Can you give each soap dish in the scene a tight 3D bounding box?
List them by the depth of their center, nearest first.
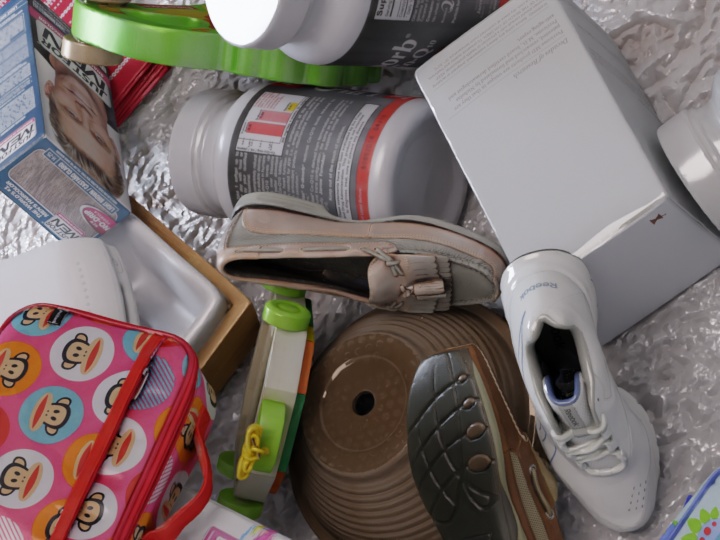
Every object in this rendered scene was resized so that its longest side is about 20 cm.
[{"bbox_3d":[-0.176,0.067,1.789,0.157,0.081,0.200,39,94,36],"label":"soap dish"}]

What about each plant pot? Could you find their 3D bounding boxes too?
[{"bbox_3d":[0.024,0.103,1.645,0.200,0.093,0.201,-12,66,29],"label":"plant pot"}]

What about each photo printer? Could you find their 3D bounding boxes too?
[{"bbox_3d":[-0.245,0.073,1.736,0.200,0.069,0.167,-18,63,25],"label":"photo printer"}]

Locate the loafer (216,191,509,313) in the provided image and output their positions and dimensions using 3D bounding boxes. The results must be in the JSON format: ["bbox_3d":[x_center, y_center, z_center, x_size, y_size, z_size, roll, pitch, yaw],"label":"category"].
[{"bbox_3d":[0.000,0.000,1.636,0.200,0.072,0.063,12,46,14],"label":"loafer"}]

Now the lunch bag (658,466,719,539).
[{"bbox_3d":[0.235,0.224,1.472,0.161,0.082,0.200,37,93,35],"label":"lunch bag"}]

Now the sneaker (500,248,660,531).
[{"bbox_3d":[0.136,0.088,1.529,0.074,0.200,0.087,-20,23,14],"label":"sneaker"}]

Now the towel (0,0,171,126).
[{"bbox_3d":[-0.250,-0.170,1.966,0.145,0.022,0.200,-50,54,5],"label":"towel"}]

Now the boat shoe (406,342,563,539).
[{"bbox_3d":[0.088,0.145,1.567,0.076,0.074,0.200,-12,93,42],"label":"boat shoe"}]

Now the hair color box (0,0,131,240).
[{"bbox_3d":[-0.233,-0.114,1.822,0.060,0.100,0.200,-35,38,16],"label":"hair color box"}]

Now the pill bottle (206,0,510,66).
[{"bbox_3d":[0.001,-0.198,1.656,0.116,0.200,0.116,4,95,52],"label":"pill bottle"}]

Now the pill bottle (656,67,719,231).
[{"bbox_3d":[0.297,-0.110,1.545,0.200,0.116,0.117,-35,57,15],"label":"pill bottle"}]

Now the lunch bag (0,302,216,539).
[{"bbox_3d":[-0.183,0.129,1.587,0.176,0.082,0.200,14,62,18],"label":"lunch bag"}]

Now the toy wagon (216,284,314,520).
[{"bbox_3d":[-0.063,0.093,1.656,0.200,0.039,0.155,-100,23,-71],"label":"toy wagon"}]

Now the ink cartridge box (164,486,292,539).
[{"bbox_3d":[-0.060,0.232,1.604,0.200,0.145,0.085,23,69,36],"label":"ink cartridge box"}]

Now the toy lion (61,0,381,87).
[{"bbox_3d":[-0.091,-0.167,1.766,0.192,0.200,0.069,24,111,48],"label":"toy lion"}]

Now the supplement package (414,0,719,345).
[{"bbox_3d":[0.142,-0.073,1.626,0.117,0.117,0.200,-35,56,15],"label":"supplement package"}]

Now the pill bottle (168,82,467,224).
[{"bbox_3d":[-0.033,-0.075,1.735,0.200,0.116,0.116,10,77,34],"label":"pill bottle"}]
